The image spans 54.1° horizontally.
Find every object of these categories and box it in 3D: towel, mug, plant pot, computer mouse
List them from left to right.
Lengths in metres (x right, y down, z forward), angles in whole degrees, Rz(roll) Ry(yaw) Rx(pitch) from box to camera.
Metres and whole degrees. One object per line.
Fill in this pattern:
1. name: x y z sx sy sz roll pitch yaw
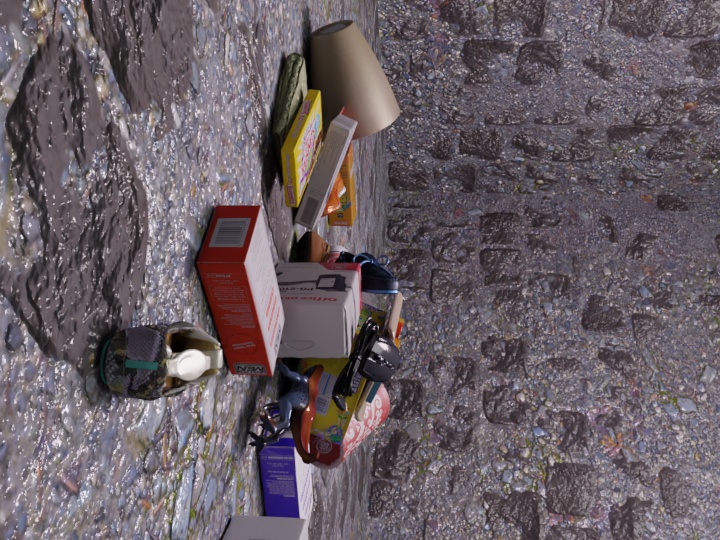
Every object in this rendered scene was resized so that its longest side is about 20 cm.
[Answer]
1. towel: -0.114 -0.255 1.209 0.150 0.036 0.204 84 9 -56
2. mug: -0.042 0.326 1.453 0.200 0.132 0.181 -35 147 -60
3. plant pot: -0.031 -0.398 1.452 0.189 0.183 0.203 -79 155 -57
4. computer mouse: 0.016 0.167 1.120 0.142 0.045 0.200 -63 160 -12

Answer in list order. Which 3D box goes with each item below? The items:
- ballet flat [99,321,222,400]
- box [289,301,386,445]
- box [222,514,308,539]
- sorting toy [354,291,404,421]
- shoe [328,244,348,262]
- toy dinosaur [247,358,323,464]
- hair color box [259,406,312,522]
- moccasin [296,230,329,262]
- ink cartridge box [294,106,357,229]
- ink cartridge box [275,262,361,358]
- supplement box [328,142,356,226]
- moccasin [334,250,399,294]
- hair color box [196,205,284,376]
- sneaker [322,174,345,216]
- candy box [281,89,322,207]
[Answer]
1. ballet flat: -0.164 0.083 0.645 0.200 0.070 0.074 28 63 -84
2. box: -0.045 0.170 1.293 0.193 0.120 0.204 -66 176 -76
3. box: -0.126 0.441 0.886 0.152 0.104 0.205 -66 156 -76
4. sorting toy: 0.042 0.162 1.337 0.186 0.036 0.203 -68 178 -69
5. shoe: -0.056 0.035 1.653 0.202 0.070 0.092 91 -1 -53
6. toy dinosaur: -0.090 0.205 1.055 0.180 0.198 0.107 -28 142 -47
7. hair color box: -0.119 0.335 1.149 0.110 0.063 0.204 -77 165 -66
8. moccasin: -0.087 0.022 1.298 0.074 0.077 0.204 -45 -149 36
9. ink cartridge box: -0.061 -0.200 1.354 0.177 0.044 0.203 -73 -174 -67
10. ink cartridge box: -0.078 0.056 1.101 0.200 0.141 0.086 -72 161 -71
11. supplement box: -0.049 -0.207 1.714 0.069 0.065 0.203 -81 170 -51
12. moccasin: 0.000 0.000 1.251 0.198 0.079 0.070 14 -85 55
13. hair color box: -0.142 0.029 0.873 0.103 0.060 0.203 -83 170 -46
14. sneaker: -0.079 -0.167 1.509 0.201 0.072 0.078 -85 152 -63
15. candy box: -0.093 -0.204 1.156 0.202 0.026 0.104 -77 167 -48
